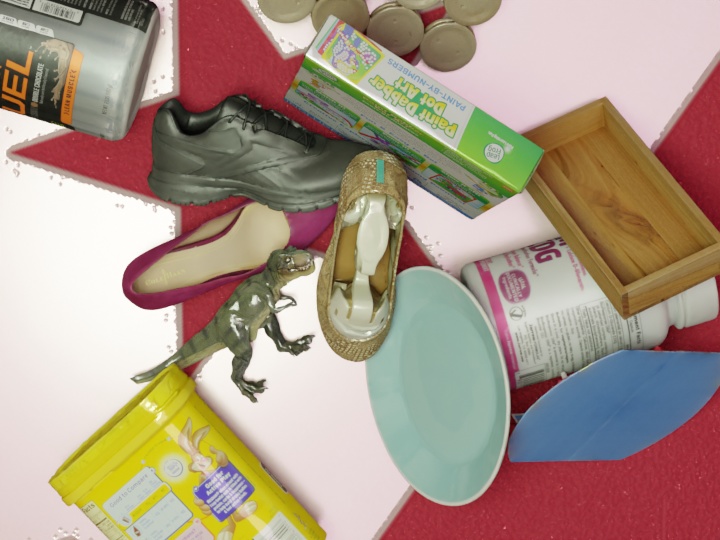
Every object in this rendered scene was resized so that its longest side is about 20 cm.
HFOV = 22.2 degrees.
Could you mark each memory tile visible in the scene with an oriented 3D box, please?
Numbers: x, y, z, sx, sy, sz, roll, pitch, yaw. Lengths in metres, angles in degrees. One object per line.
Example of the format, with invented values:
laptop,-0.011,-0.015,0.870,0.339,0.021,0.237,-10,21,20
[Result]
memory tile,0.025,-0.248,1.524,0.199,0.017,0.154,14,126,-17

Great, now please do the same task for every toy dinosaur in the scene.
toy dinosaur,-0.097,0.058,1.578,0.200,0.048,0.088,-40,108,16

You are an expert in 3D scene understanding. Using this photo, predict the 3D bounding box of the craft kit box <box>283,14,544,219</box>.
craft kit box,0.037,-0.120,1.494,0.199,0.198,0.049,32,85,-5

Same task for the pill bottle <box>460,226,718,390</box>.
pill bottle,0.193,0.023,1.553,0.199,0.113,0.114,-16,95,-2

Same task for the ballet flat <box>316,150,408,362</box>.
ballet flat,0.000,0.000,1.514,0.070,0.065,0.201,3,119,-3

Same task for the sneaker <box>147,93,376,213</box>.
sneaker,-0.083,-0.101,1.533,0.198,0.076,0.091,1,118,3

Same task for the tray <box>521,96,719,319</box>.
tray,0.209,-0.054,1.516,0.098,0.200,0.037,-24,140,-9

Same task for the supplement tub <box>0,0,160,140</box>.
supplement tub,-0.274,-0.190,1.516,0.199,0.123,0.123,16,93,-3

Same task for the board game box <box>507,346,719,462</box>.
board game box,0.210,0.100,1.544,0.199,0.039,0.158,3,139,-37

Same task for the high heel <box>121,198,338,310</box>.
high heel,-0.106,-0.019,1.547,0.199,0.096,0.068,-29,94,0

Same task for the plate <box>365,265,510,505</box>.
plate,0.069,0.095,1.531,0.025,0.200,0.202,-9,95,-33

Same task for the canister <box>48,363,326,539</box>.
canister,-0.144,0.202,1.561,0.148,0.087,0.200,-41,97,14
